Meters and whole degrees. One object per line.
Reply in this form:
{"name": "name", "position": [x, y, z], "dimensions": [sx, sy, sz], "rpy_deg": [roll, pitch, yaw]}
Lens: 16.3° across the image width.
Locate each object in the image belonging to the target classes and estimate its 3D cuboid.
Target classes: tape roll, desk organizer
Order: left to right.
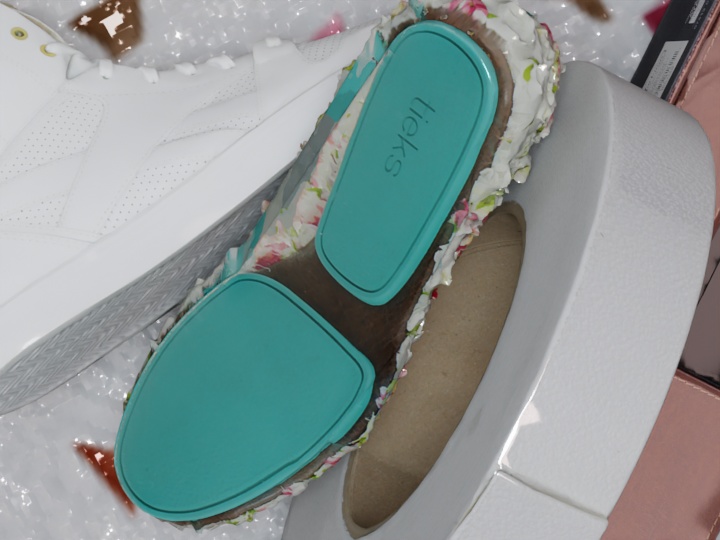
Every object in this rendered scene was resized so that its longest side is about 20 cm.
{"name": "tape roll", "position": [0.035, 0.035, 0.728], "dimensions": [0.037, 0.203, 0.203], "rpy_deg": [27, 90, -13]}
{"name": "desk organizer", "position": [0.104, -0.001, 0.799], "dimensions": [0.077, 0.072, 0.200], "rpy_deg": [26, 90, -6]}

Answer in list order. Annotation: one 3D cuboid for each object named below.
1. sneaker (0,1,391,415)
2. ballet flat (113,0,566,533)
{"name": "sneaker", "position": [-0.067, -0.054, 0.784], "dimensions": [0.200, 0.074, 0.116], "rpy_deg": [-32, 72, -21]}
{"name": "ballet flat", "position": [0.000, 0.000, 0.742], "dimensions": [0.076, 0.064, 0.200], "rpy_deg": [45, 119, 12]}
